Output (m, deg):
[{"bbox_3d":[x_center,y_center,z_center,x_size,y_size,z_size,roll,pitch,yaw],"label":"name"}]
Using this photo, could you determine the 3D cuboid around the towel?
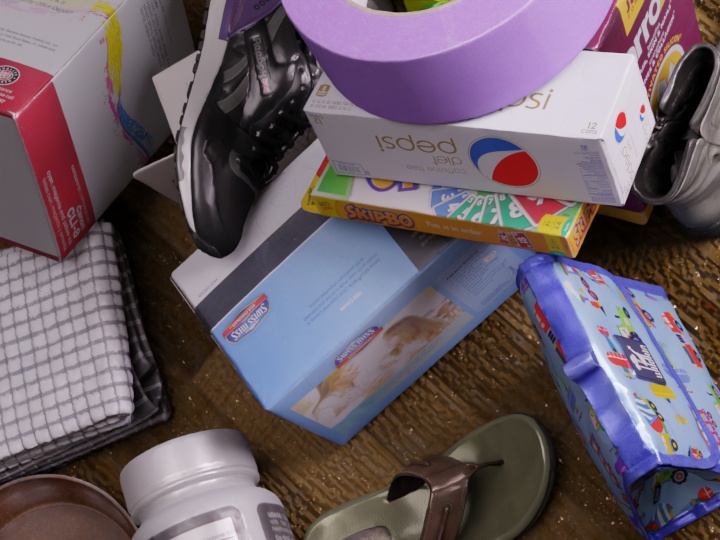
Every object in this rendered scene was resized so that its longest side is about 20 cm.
[{"bbox_3d":[-0.246,0.067,1.468,0.199,0.085,0.167,-22,67,19],"label":"towel"}]

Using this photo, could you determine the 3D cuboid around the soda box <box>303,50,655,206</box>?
[{"bbox_3d":[0.071,-0.093,1.181,0.199,0.064,0.068,8,57,28],"label":"soda box"}]

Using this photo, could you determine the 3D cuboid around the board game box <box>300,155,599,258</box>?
[{"bbox_3d":[0.060,-0.065,1.224,0.199,0.030,0.096,9,57,32],"label":"board game box"}]

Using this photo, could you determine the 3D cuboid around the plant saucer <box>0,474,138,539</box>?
[{"bbox_3d":[-0.229,0.252,1.438,0.199,0.034,0.202,-5,77,22],"label":"plant saucer"}]

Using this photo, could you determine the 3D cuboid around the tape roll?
[{"bbox_3d":[0.052,-0.187,1.165,0.199,0.066,0.201,-13,54,19],"label":"tape roll"}]

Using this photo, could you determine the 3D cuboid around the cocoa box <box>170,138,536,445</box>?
[{"bbox_3d":[0.000,0.000,1.344,0.200,0.133,0.131,-42,63,8],"label":"cocoa box"}]

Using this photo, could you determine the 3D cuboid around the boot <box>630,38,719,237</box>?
[{"bbox_3d":[0.242,-0.122,1.271,0.067,0.131,0.201,20,85,26],"label":"boot"}]

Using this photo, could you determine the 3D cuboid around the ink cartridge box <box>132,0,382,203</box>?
[{"bbox_3d":[-0.068,-0.125,1.416,0.199,0.116,0.068,-29,66,14],"label":"ink cartridge box"}]

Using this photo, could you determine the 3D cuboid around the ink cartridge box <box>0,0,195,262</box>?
[{"bbox_3d":[-0.233,-0.139,1.435,0.145,0.145,0.200,18,52,26],"label":"ink cartridge box"}]

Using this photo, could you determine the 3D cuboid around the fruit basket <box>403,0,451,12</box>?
[{"bbox_3d":[0.086,-0.268,1.380,0.214,0.156,0.217,-7,59,12],"label":"fruit basket"}]

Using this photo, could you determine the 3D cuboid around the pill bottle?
[{"bbox_3d":[-0.093,0.218,1.342,0.113,0.114,0.201,-27,67,15],"label":"pill bottle"}]

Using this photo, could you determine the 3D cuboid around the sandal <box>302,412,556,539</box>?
[{"bbox_3d":[0.044,0.165,1.326,0.200,0.057,0.080,-30,67,14],"label":"sandal"}]

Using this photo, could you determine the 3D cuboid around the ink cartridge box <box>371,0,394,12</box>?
[{"bbox_3d":[-0.058,-0.253,1.394,0.068,0.200,0.116,-26,63,16],"label":"ink cartridge box"}]

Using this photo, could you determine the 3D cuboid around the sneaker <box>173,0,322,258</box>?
[{"bbox_3d":[-0.065,-0.107,1.301,0.087,0.076,0.201,2,72,19],"label":"sneaker"}]

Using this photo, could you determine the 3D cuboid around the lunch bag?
[{"bbox_3d":[0.159,0.075,1.218,0.094,0.200,0.151,-31,67,14],"label":"lunch bag"}]

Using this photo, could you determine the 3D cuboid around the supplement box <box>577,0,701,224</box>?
[{"bbox_3d":[0.147,-0.143,1.265,0.103,0.200,0.131,16,66,26],"label":"supplement box"}]
